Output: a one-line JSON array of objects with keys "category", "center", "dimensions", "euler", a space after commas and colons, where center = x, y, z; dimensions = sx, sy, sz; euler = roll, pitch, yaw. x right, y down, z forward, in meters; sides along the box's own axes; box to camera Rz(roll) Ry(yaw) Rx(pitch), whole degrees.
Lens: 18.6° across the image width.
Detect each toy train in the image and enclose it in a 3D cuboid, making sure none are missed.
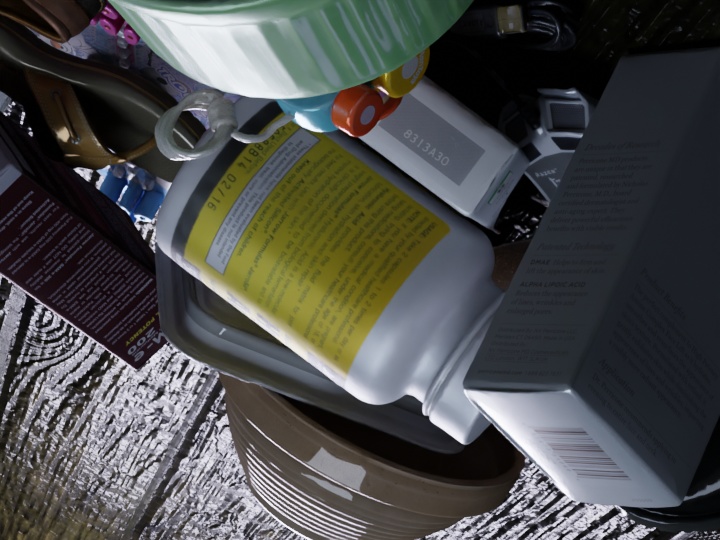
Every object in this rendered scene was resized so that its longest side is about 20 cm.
[{"category": "toy train", "center": [-0.033, -0.133, 1.010], "dimensions": [0.150, 0.200, 0.056], "euler": [-9, 152, 16]}]

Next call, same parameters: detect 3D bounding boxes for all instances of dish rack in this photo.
[{"category": "dish rack", "center": [-0.025, 0.029, 1.331], "dimensions": [0.200, 0.044, 0.172], "euler": [23, -161, -16]}]

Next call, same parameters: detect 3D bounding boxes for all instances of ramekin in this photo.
[{"category": "ramekin", "center": [-0.032, -0.169, 0.902], "dimensions": [0.200, 0.200, 0.098], "euler": [16, 161, 23]}]

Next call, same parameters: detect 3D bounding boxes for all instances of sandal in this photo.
[{"category": "sandal", "center": [-0.176, -0.094, 1.283], "dimensions": [0.200, 0.054, 0.080], "euler": [28, 155, 0]}]

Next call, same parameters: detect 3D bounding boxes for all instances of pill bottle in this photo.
[{"category": "pill bottle", "center": [0.000, 0.000, 1.154], "dimensions": [0.200, 0.111, 0.111], "euler": [36, 157, 12]}]

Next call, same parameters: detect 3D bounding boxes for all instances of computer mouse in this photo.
[{"category": "computer mouse", "center": [0.110, -0.069, 1.128], "dimensions": [0.110, 0.044, 0.200], "euler": [-10, 130, 47]}]

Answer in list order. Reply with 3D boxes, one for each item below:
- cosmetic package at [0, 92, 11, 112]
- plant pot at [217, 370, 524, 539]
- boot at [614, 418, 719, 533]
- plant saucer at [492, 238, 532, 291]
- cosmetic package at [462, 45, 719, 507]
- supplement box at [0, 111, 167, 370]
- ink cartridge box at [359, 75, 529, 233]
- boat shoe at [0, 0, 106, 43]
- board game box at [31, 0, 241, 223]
[{"category": "cosmetic package", "center": [-0.331, -0.144, 1.377], "dimensions": [0.113, 0.081, 0.200], "euler": [2, 144, 42]}, {"category": "plant pot", "center": [-0.006, 0.109, 1.353], "dimensions": [0.200, 0.093, 0.201], "euler": [23, -160, -9]}, {"category": "boot", "center": [0.217, 0.060, 1.166], "dimensions": [0.211, 0.080, 0.158], "euler": [-16, 147, 10]}, {"category": "plant saucer", "center": [0.136, 0.048, 1.269], "dimensions": [0.200, 0.037, 0.201], "euler": [8, 149, 5]}, {"category": "cosmetic package", "center": [0.137, 0.001, 1.043], "dimensions": [0.074, 0.200, 0.102], "euler": [-1, 142, 46]}, {"category": "supplement box", "center": [-0.192, -0.029, 1.327], "dimensions": [0.109, 0.061, 0.200], "euler": [50, -174, 40]}, {"category": "ink cartridge box", "center": [0.014, -0.085, 1.136], "dimensions": [0.161, 0.050, 0.200], "euler": [37, -175, 8]}, {"category": "boat shoe", "center": [-0.227, -0.179, 1.210], "dimensions": [0.200, 0.068, 0.072], "euler": [19, 162, 18]}, {"category": "board game box", "center": [-0.145, -0.098, 1.341], "dimensions": [0.200, 0.026, 0.200], "euler": [-2, 142, 47]}]
